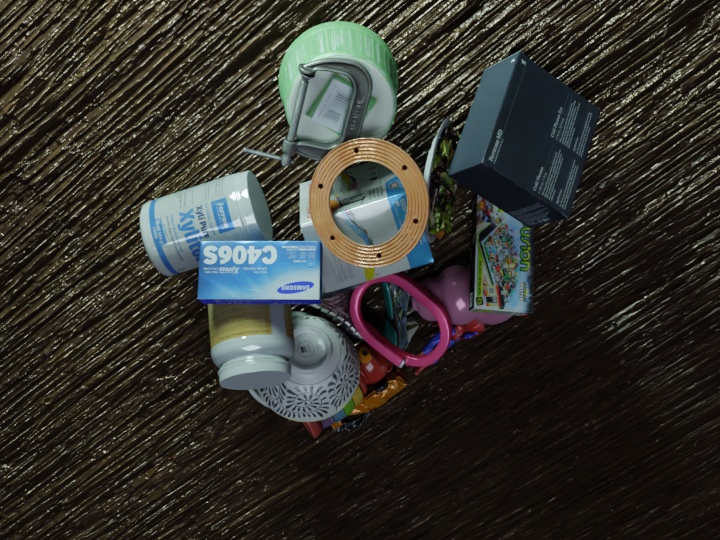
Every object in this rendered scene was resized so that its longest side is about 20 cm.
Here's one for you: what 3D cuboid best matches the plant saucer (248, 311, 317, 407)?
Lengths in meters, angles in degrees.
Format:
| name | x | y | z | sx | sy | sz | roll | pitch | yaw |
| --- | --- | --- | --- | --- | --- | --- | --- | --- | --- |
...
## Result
| name | x | y | z | sx | sy | sz | roll | pitch | yaw |
| --- | --- | --- | --- | --- | --- | --- | --- | --- | --- |
| plant saucer | -0.134 | 0.169 | 1.778 | 0.195 | 0.050 | 0.205 | -4 | 108 | -12 |

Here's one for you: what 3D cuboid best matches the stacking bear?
| name | x | y | z | sx | sy | sz | roll | pitch | yaw |
| --- | --- | --- | --- | --- | --- | --- | --- | --- | --- |
| stacking bear | -0.035 | 0.211 | 1.733 | 0.198 | 0.122 | 0.115 | -34 | 143 | -11 |

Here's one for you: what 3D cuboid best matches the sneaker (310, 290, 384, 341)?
| name | x | y | z | sx | sy | sz | roll | pitch | yaw |
| --- | --- | --- | --- | --- | --- | --- | --- | --- | --- |
| sneaker | -0.011 | 0.046 | 1.708 | 0.198 | 0.076 | 0.116 | 31 | 114 | -22 |

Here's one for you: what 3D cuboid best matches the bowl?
| name | x | y | z | sx | sy | sz | roll | pitch | yaw |
| --- | --- | --- | --- | --- | --- | --- | --- | --- | --- |
| bowl | -0.095 | 0.157 | 1.645 | 0.196 | 0.205 | 0.095 | -1 | 153 | -4 |

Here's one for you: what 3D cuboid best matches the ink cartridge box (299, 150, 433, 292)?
| name | x | y | z | sx | sy | sz | roll | pitch | yaw |
| --- | --- | --- | --- | --- | --- | --- | --- | --- | --- |
| ink cartridge box | 0.008 | -0.083 | 1.573 | 0.196 | 0.148 | 0.147 | -16 | 123 | 8 |

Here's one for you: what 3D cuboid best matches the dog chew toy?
| name | x | y | z | sx | sy | sz | roll | pitch | yaw |
| --- | --- | --- | --- | --- | --- | --- | --- | --- | --- |
| dog chew toy | 0.190 | 0.042 | 1.687 | 0.195 | 0.126 | 0.127 | -9 | 125 | 2 |

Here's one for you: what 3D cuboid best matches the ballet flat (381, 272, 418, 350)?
| name | x | y | z | sx | sy | sz | roll | pitch | yaw |
| --- | --- | --- | --- | --- | --- | --- | --- | --- | --- |
| ballet flat | 0.079 | 0.089 | 1.751 | 0.072 | 0.075 | 0.203 | -4 | 128 | -1 |

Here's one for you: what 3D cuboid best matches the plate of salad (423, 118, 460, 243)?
| name | x | y | z | sx | sy | sz | roll | pitch | yaw |
| --- | --- | --- | --- | --- | --- | --- | --- | --- | --- |
| plate of salad | 0.138 | -0.145 | 1.511 | 0.047 | 0.201 | 0.204 | 10 | 127 | 15 |

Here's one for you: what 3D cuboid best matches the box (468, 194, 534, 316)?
| name | x | y | z | sx | sy | sz | roll | pitch | yaw |
| --- | --- | --- | --- | --- | --- | --- | --- | --- | --- |
| box | 0.247 | -0.027 | 1.617 | 0.107 | 0.205 | 0.035 | 4 | 168 | -8 |

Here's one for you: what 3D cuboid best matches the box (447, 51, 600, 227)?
| name | x | y | z | sx | sy | sz | roll | pitch | yaw |
| --- | --- | --- | --- | --- | --- | --- | --- | --- | --- |
| box | 0.261 | -0.204 | 1.471 | 0.180 | 0.204 | 0.104 | 29 | 162 | -23 |

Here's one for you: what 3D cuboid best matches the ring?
| name | x | y | z | sx | sy | sz | roll | pitch | yaw |
| --- | --- | --- | --- | --- | --- | --- | --- | --- | --- |
| ring | 0.014 | -0.105 | 1.451 | 0.196 | 0.019 | 0.205 | 4 | 103 | 17 |

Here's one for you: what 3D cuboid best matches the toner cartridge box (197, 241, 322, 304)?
| name | x | y | z | sx | sy | sz | roll | pitch | yaw |
| --- | --- | --- | --- | --- | --- | --- | --- | --- | --- |
| toner cartridge box | -0.159 | 0.003 | 1.483 | 0.195 | 0.097 | 0.043 | -1 | 168 | 2 |

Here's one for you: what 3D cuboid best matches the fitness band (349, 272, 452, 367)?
| name | x | y | z | sx | sy | sz | roll | pitch | yaw |
| --- | --- | --- | --- | --- | --- | --- | --- | --- | --- |
| fitness band | 0.071 | 0.087 | 1.657 | 0.199 | 0.037 | 0.145 | 38 | 114 | 4 |

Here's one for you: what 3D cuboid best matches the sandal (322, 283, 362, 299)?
| name | x | y | z | sx | sy | sz | roll | pitch | yaw |
| --- | --- | --- | --- | --- | --- | --- | --- | --- | --- |
| sandal | 0.001 | 0.000 | 1.635 | 0.198 | 0.076 | 0.043 | -30 | 122 | -15 |

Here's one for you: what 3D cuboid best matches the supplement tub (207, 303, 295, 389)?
| name | x | y | z | sx | sy | sz | roll | pitch | yaw |
| --- | --- | --- | --- | --- | --- | --- | --- | --- | --- |
| supplement tub | -0.185 | 0.086 | 1.559 | 0.141 | 0.205 | 0.145 | -6 | 161 | -2 |

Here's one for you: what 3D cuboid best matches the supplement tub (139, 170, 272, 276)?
| name | x | y | z | sx | sy | sz | roll | pitch | yaw |
| --- | --- | --- | --- | --- | --- | --- | --- | --- | --- |
| supplement tub | -0.260 | -0.079 | 1.567 | 0.196 | 0.133 | 0.134 | -17 | 125 | 8 |

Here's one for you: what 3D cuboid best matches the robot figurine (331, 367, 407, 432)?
| name | x | y | z | sx | sy | sz | roll | pitch | yaw |
| --- | --- | --- | --- | --- | --- | --- | --- | --- | --- |
| robot figurine | -0.012 | 0.242 | 1.852 | 0.198 | 0.059 | 0.145 | -34 | 120 | 18 |

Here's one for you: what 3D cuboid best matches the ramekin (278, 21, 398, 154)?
| name | x | y | z | sx | sy | sz | roll | pitch | yaw |
| --- | --- | --- | --- | --- | --- | --- | --- | --- | --- |
| ramekin | -0.032 | -0.278 | 1.465 | 0.195 | 0.099 | 0.203 | -2 | 125 | -3 |

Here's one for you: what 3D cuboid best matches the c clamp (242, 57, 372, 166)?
| name | x | y | z | sx | sy | sz | roll | pitch | yaw |
| --- | --- | --- | --- | --- | --- | --- | --- | --- | --- |
| c clamp | -0.073 | -0.238 | 1.412 | 0.167 | 0.027 | 0.202 | 15 | 123 | -14 |

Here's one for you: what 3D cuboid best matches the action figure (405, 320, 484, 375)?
| name | x | y | z | sx | sy | sz | roll | pitch | yaw |
| --- | --- | --- | --- | --- | --- | --- | --- | --- | --- |
| action figure | 0.172 | 0.124 | 1.790 | 0.198 | 0.052 | 0.066 | -34 | 126 | 12 |
